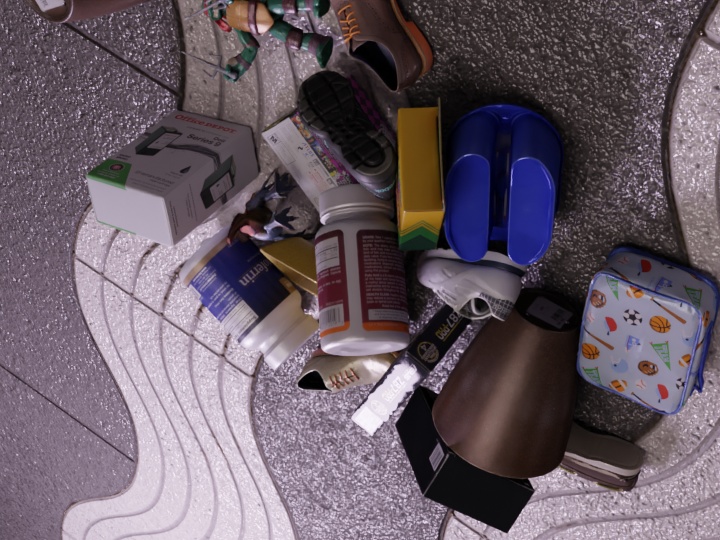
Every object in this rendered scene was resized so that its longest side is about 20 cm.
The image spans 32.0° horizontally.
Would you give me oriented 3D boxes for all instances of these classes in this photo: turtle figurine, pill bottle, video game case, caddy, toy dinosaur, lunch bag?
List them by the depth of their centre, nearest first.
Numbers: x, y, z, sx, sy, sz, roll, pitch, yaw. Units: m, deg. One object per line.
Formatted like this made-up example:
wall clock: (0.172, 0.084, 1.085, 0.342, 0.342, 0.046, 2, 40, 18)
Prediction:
caddy: (0.168, -0.102, 1.487, 0.140, 0.105, 0.201, 4, 131, 7)
lunch bag: (0.349, 0.078, 1.516, 0.159, 0.076, 0.201, 21, 135, 22)
turtle figurine: (-0.134, -0.313, 1.555, 0.198, 0.101, 0.150, 8, 147, 15)
pill bottle: (0.000, 0.000, 1.583, 0.114, 0.113, 0.202, -17, 72, 47)
video game case: (-0.017, -0.139, 1.659, 0.181, 0.036, 0.201, -23, 108, 49)
toy dinosaur: (-0.147, -0.081, 1.739, 0.181, 0.199, 0.106, -23, 82, 55)
pill bottle: (-0.158, 0.041, 1.818, 0.200, 0.116, 0.116, 47, 141, 1)

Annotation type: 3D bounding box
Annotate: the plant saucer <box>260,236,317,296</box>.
plant saucer: (-0.026, 0.021, 1.749, 0.199, 0.049, 0.200, 29, 173, 16)

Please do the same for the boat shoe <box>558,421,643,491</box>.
boat shoe: (0.288, 0.245, 1.723, 0.199, 0.072, 0.060, 20, 133, 18)

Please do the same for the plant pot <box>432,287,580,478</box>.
plant pot: (0.210, 0.130, 1.621, 0.186, 0.187, 0.201, 28, 123, 17)

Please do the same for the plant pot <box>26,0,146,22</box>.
plant pot: (-0.327, -0.395, 1.557, 0.186, 0.200, 0.188, 24, 139, 23)

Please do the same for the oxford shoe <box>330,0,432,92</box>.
oxford shoe: (0.003, -0.299, 1.469, 0.200, 0.073, 0.071, 49, 141, -6)

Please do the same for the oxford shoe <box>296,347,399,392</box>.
oxford shoe: (-0.015, 0.156, 1.895, 0.199, 0.074, 0.071, -14, 116, 46)

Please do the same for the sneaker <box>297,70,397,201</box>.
sneaker: (-0.016, -0.161, 1.525, 0.201, 0.075, 0.079, 59, 179, 34)

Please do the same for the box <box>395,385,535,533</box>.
box: (0.140, 0.256, 1.727, 0.140, 0.200, 0.079, 24, 105, -17)

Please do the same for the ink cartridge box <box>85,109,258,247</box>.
ink cartridge box: (-0.258, -0.133, 1.743, 0.145, 0.200, 0.085, 16, 132, 29)

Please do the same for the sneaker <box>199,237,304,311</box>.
sneaker: (-0.178, 0.034, 1.900, 0.200, 0.100, 0.075, 44, 158, 1)

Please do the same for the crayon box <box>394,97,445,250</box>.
crayon box: (0.069, -0.110, 1.481, 0.050, 0.128, 0.200, -2, 165, -1)

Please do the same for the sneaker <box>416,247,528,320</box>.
sneaker: (0.130, 0.019, 1.609, 0.076, 0.081, 0.199, 17, 172, -29)

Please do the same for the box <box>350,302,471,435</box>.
box: (0.078, 0.123, 1.717, 0.049, 0.161, 0.200, 39, 140, 3)
